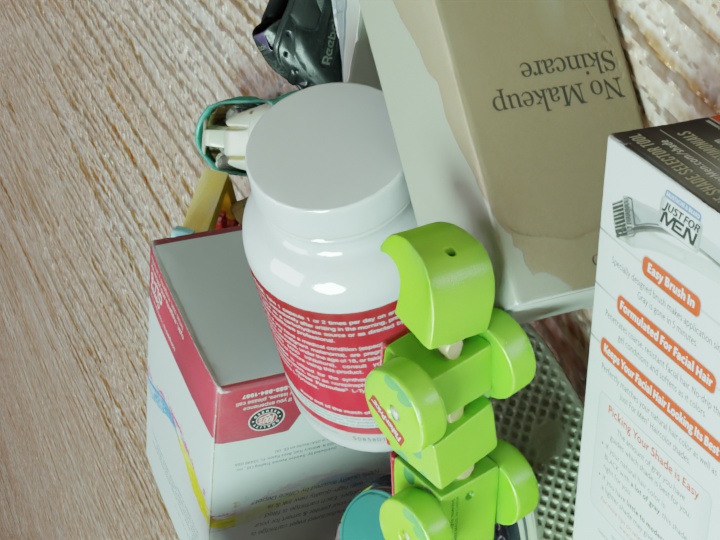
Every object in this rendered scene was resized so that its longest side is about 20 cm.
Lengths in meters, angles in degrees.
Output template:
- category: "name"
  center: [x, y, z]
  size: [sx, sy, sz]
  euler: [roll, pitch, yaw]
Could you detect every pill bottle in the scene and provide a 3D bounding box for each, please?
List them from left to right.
- category: "pill bottle"
  center: [0.000, 0.000, 0.827]
  size: [0.201, 0.112, 0.113]
  euler: [76, 168, -51]

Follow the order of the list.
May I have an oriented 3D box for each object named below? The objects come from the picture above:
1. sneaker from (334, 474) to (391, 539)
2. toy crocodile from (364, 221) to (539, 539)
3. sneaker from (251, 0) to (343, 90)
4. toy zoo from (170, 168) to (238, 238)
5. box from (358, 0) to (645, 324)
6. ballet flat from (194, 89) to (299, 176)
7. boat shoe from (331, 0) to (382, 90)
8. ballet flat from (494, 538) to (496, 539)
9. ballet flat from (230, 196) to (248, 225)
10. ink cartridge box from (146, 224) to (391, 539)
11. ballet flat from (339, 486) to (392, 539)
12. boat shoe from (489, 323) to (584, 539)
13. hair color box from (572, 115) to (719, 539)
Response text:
- category: "sneaker"
  center: [0.039, 0.224, 0.987]
  size: [0.081, 0.074, 0.201]
  euler: [12, 117, 56]
- category: "toy crocodile"
  center: [0.035, 0.072, 0.688]
  size: [0.062, 0.067, 0.201]
  euler: [35, 143, 41]
- category: "sneaker"
  center: [-0.022, -0.120, 0.923]
  size: [0.076, 0.087, 0.202]
  euler: [-169, 69, -67]
- category: "toy zoo"
  center: [-0.114, 0.014, 1.148]
  size: [0.200, 0.020, 0.132]
  euler: [84, -161, -66]
- category: "box"
  center: [0.067, -0.079, 0.715]
  size: [0.078, 0.094, 0.201]
  euler: [-33, 72, 66]
- category: "ballet flat"
  center: [-0.069, -0.089, 1.083]
  size: [0.200, 0.070, 0.068]
  euler: [-169, 70, -67]
- category: "boat shoe"
  center: [0.019, -0.147, 0.856]
  size: [0.072, 0.069, 0.202]
  euler: [-105, 8, -73]
- category: "ballet flat"
  center: [0.085, 0.212, 0.856]
  size: [0.072, 0.072, 0.202]
  euler: [160, 99, -68]
- category: "ballet flat"
  center: [-0.076, 0.023, 1.164]
  size: [0.069, 0.063, 0.201]
  euler: [-126, 32, -47]
- category: "ink cartridge box"
  center: [-0.055, 0.088, 1.031]
  size: [0.145, 0.144, 0.201]
  euler: [-122, 30, -43]
- category: "ballet flat"
  center: [0.054, 0.184, 0.785]
  size: [0.068, 0.064, 0.200]
  euler: [-53, 39, 6]
- category: "boat shoe"
  center: [0.098, 0.115, 0.761]
  size: [0.062, 0.074, 0.201]
  euler: [98, 148, -67]
- category: "hair color box"
  center: [0.144, 0.053, 0.628]
  size: [0.111, 0.063, 0.201]
  euler: [-131, 35, -54]
